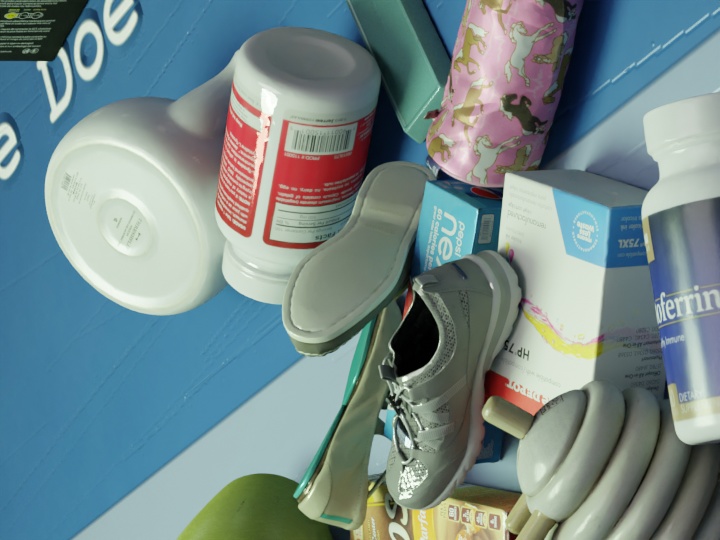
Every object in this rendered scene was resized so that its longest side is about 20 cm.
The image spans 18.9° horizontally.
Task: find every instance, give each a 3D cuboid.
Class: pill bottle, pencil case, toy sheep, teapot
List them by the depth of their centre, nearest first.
[{"bbox_3d":[0.229,-0.003,1.286,0.116,0.115,0.201,-19,77,55],"label":"pill bottle"},{"bbox_3d":[0.162,0.136,1.350,0.138,0.200,0.138,-58,11,19],"label":"toy sheep"},{"bbox_3d":[0.102,-0.157,1.490,0.083,0.086,0.200,-95,17,-65],"label":"pencil case"},{"bbox_3d":[-0.053,-0.078,1.686,0.112,0.112,0.200,48,138,42],"label":"pill bottle"},{"bbox_3d":[-0.159,-0.066,1.832,0.200,0.146,0.198,-6,114,36],"label":"teapot"}]

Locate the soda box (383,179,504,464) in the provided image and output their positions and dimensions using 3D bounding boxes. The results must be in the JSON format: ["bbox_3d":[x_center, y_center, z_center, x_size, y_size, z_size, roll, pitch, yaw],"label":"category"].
[{"bbox_3d":[0.074,0.038,1.563,0.068,0.064,0.201,32,118,50],"label":"soda box"}]

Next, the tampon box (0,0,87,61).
[{"bbox_3d":[-0.336,-0.316,2.073,0.200,0.126,0.150,-50,54,45],"label":"tampon box"}]

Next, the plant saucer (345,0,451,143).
[{"bbox_3d":[0.020,-0.197,1.661,0.070,0.019,0.200,-51,51,44],"label":"plant saucer"}]

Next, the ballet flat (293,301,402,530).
[{"bbox_3d":[0.009,0.109,1.635,0.069,0.069,0.200,-32,30,52],"label":"ballet flat"}]

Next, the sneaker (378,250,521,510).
[{"bbox_3d":[0.041,0.075,1.481,0.075,0.082,0.200,44,129,47],"label":"sneaker"}]

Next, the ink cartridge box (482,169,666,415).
[{"bbox_3d":[0.146,0.041,1.453,0.116,0.067,0.201,23,112,54],"label":"ink cartridge box"}]

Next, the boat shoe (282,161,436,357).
[{"bbox_3d":[0.003,0.001,1.573,0.072,0.202,0.060,16,134,17],"label":"boat shoe"}]

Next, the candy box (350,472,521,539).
[{"bbox_3d":[0.068,0.217,1.594,0.200,0.055,0.116,4,96,56],"label":"candy box"}]

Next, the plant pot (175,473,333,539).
[{"bbox_3d":[-0.085,0.255,1.703,0.200,0.187,0.187,-79,10,-57],"label":"plant pot"}]
